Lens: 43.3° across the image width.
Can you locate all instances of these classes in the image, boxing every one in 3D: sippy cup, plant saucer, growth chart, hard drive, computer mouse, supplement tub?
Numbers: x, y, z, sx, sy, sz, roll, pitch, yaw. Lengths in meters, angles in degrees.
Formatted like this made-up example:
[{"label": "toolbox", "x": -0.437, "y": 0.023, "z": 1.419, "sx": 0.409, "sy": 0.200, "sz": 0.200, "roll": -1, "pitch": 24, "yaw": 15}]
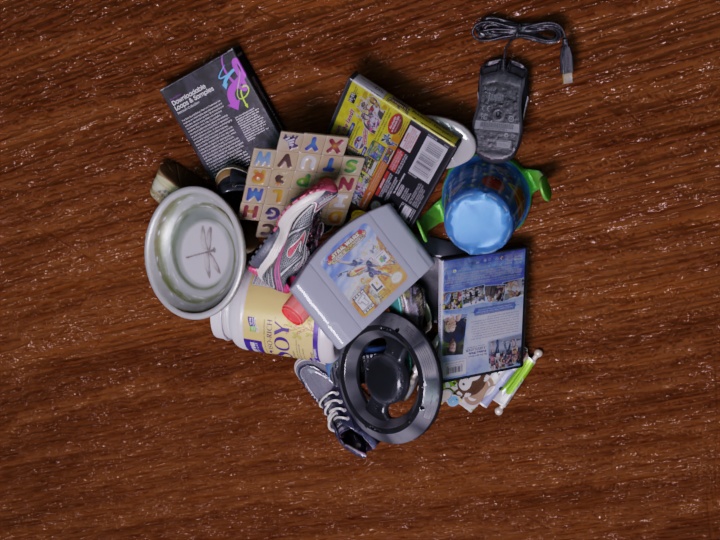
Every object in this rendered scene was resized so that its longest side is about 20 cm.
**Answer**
[{"label": "sippy cup", "x": 0.176, "y": -0.089, "z": 1.305, "sx": 0.139, "sy": 0.130, "sz": 0.178, "roll": 33, "pitch": 118, "yaw": -1}, {"label": "plant saucer", "x": -0.242, "y": -0.027, "z": 1.383, "sx": 0.199, "sy": 0.050, "sz": 0.202, "roll": 1, "pitch": 92, "yaw": 31}, {"label": "growth chart", "x": 0.176, "y": 0.154, "z": 1.414, "sx": 0.199, "sy": 0.018, "sz": 0.145, "roll": 24, "pitch": 100, "yaw": -27}, {"label": "hard drive", "x": 0.134, "y": 0.024, "z": 1.416, "sx": 0.199, "sy": 0.042, "sz": 0.136, "roll": 16, "pitch": 117, "yaw": 7}, {"label": "computer mouse", "x": 0.227, "y": -0.252, "z": 1.268, "sx": 0.139, "sy": 0.046, "sz": 0.202, "roll": 3, "pitch": 103, "yaw": 18}, {"label": "supplement tub", "x": -0.124, "y": 0.062, "z": 1.441, "sx": 0.198, "sy": 0.146, "sz": 0.146, "roll": 8, "pitch": 116, "yaw": 10}]

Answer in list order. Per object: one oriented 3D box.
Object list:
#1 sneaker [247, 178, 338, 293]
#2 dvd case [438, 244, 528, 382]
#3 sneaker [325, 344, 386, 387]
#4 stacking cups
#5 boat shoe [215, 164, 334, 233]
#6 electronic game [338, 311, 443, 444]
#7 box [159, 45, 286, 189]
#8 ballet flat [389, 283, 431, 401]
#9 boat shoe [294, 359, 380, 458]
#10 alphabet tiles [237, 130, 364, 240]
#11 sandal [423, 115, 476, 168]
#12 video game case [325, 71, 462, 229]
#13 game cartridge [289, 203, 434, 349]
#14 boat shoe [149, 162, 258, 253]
[{"label": "sneaker", "x": -0.086, "y": -0.053, "z": 1.328, "sx": 0.075, "sy": 0.081, "sz": 0.200, "roll": 39, "pitch": 124, "yaw": 4}, {"label": "dvd case", "x": 0.183, "y": 0.066, "z": 1.362, "sx": 0.142, "sy": 0.018, "sz": 0.201, "roll": -9, "pitch": 112, "yaw": -18}, {"label": "sneaker", "x": 0.041, "y": 0.145, "z": 1.491, "sx": 0.198, "sy": 0.078, "sz": 0.066, "roll": -6, "pitch": 108, "yaw": -4}, {"label": "stacking cups", "x": -0.041, "y": -0.001, "z": 1.356, "sx": 0.060, "sy": 0.200, "sz": 0.061, "roll": 28, "pitch": 152, "yaw": 17}, {"label": "boat shoe", "x": -0.131, "y": -0.097, "z": 1.397, "sx": 0.199, "sy": 0.062, "sz": 0.075, "roll": 23, "pitch": 128, "yaw": -20}, {"label": "electronic game", "x": 0.042, "y": 0.162, "z": 1.374, "sx": 0.199, "sy": 0.041, "sz": 0.202, "roll": 5, "pitch": 98, "yaw": 41}, {"label": "box", "x": -0.197, "y": -0.223, "z": 1.393, "sx": 0.142, "sy": 0.036, "sz": 0.201, "roll": -22, "pitch": 108, "yaw": 22}, {"label": "ballet flat", "x": 0.081, "y": 0.111, "z": 1.410, "sx": 0.071, "sy": 0.072, "sz": 0.202, "roll": 4, "pitch": 114, "yaw": 12}, {"label": "boat shoe", "x": -0.037, "y": 0.226, "z": 1.523, "sx": 0.200, "sy": 0.093, "sz": 0.075, "roll": 39, "pitch": 117, "yaw": -5}, {"label": "alphabet tiles", "x": -0.088, "y": -0.121, "z": 1.337, "sx": 0.165, "sy": 0.006, "sz": 0.201, "roll": 3, "pitch": 134, "yaw": -19}, {"label": "sandal", "x": 0.077, "y": -0.193, "z": 1.328, "sx": 0.201, "sy": 0.050, "sz": 0.083, "roll": 1, "pitch": 124, "yaw": 29}, {"label": "video game case", "x": 0.030, "y": -0.164, "z": 1.326, "sx": 0.180, "sy": 0.026, "sz": 0.200, "roll": 33, "pitch": 136, "yaw": 5}, {"label": "game cartridge", "x": 0.000, "y": 0.000, "z": 1.319, "sx": 0.200, "sy": 0.041, "sz": 0.133, "roll": -42, "pitch": 103, "yaw": -18}, {"label": "boat shoe", "x": -0.249, "y": -0.090, "z": 1.451, "sx": 0.200, "sy": 0.073, "sz": 0.063, "roll": 42, "pitch": 124, "yaw": 6}]
